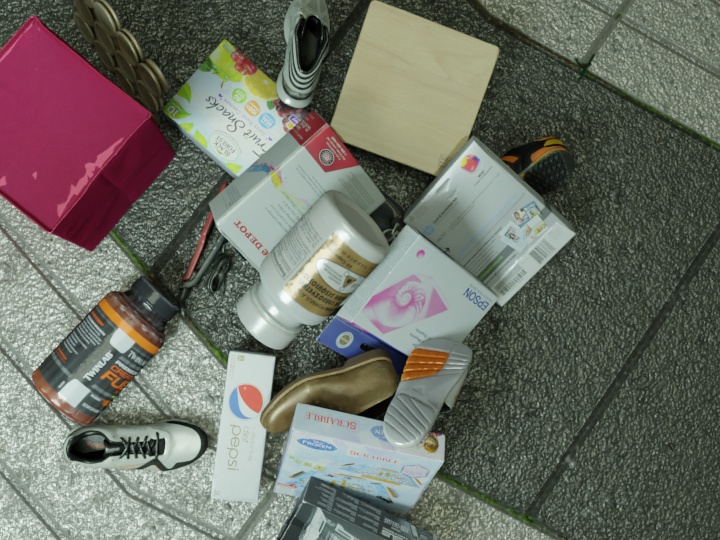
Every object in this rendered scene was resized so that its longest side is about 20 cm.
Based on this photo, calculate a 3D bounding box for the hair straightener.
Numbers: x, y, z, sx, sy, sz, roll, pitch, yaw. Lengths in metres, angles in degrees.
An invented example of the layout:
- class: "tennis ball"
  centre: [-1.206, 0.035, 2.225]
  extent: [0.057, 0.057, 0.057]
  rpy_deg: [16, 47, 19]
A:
- class: "hair straightener"
  centre: [-0.204, -0.022, 1.091]
  extent: [0.076, 0.041, 0.202]
  rpy_deg: [24, 83, -4]

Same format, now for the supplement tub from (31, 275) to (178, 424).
- class: "supplement tub"
  centre: [-0.342, 0.104, 1.033]
  extent: [0.107, 0.107, 0.200]
  rpy_deg: [42, 83, -1]

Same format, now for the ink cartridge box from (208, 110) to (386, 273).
- class: "ink cartridge box"
  centre: [-0.089, -0.096, 1.045]
  extent: [0.199, 0.083, 0.146]
  rpy_deg: [-40, 122, 2]

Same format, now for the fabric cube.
- class: "fabric cube"
  centre: [-0.393, -0.170, 1.003]
  extent: [0.196, 0.199, 0.201]
  rpy_deg: [40, 82, -1]

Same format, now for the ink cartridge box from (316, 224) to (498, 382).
- class: "ink cartridge box"
  centre: [0.069, 0.065, 1.038]
  extent: [0.196, 0.043, 0.201]
  rpy_deg: [33, 98, -40]

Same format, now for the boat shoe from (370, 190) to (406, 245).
- class: "boat shoe"
  centre: [0.061, -0.048, 1.111]
  extent: [0.072, 0.063, 0.201]
  rpy_deg: [-39, 90, -8]

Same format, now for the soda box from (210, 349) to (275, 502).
- class: "soda box"
  centre: [-0.164, 0.216, 1.065]
  extent: [0.067, 0.064, 0.203]
  rpy_deg: [7, 85, -7]

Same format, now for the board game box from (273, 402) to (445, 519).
- class: "board game box"
  centre: [-0.007, 0.262, 1.017]
  extent: [0.197, 0.201, 0.042]
  rpy_deg: [14, 50, -6]

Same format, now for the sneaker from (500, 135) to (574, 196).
- class: "sneaker"
  centre: [0.221, -0.137, 1.140]
  extent: [0.198, 0.091, 0.070]
  rpy_deg: [-26, 122, 14]

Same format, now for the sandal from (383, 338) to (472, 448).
- class: "sandal"
  centre: [0.083, 0.167, 0.987]
  extent: [0.078, 0.060, 0.207]
  rpy_deg: [15, 39, 22]

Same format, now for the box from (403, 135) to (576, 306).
- class: "box"
  centre: [0.184, -0.068, 1.093]
  extent: [0.199, 0.041, 0.156]
  rpy_deg: [39, 111, -10]

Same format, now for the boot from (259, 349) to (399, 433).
- class: "boot"
  centre: [-0.041, 0.179, 1.011]
  extent: [0.198, 0.074, 0.076]
  rpy_deg: [-25, 51, 1]

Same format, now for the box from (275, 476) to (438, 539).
- class: "box"
  centre: [-0.014, 0.390, 1.035]
  extent: [0.198, 0.050, 0.159]
  rpy_deg: [27, 119, -3]

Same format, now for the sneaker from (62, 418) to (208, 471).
- class: "sneaker"
  centre: [-0.311, 0.246, 1.039]
  extent: [0.197, 0.080, 0.075]
  rpy_deg: [-2, 84, -8]

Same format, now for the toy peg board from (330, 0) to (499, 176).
- class: "toy peg board"
  centre: [0.075, -0.264, 1.128]
  extent: [0.197, 0.098, 0.202]
  rpy_deg: [19, 99, -4]

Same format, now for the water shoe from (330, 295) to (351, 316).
- class: "water shoe"
  centre: [0.000, 0.000, 1.071]
  extent: [0.198, 0.071, 0.080]
  rpy_deg: [-24, 78, 14]

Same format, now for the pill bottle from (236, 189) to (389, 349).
- class: "pill bottle"
  centre: [-0.066, 0.004, 0.981]
  extent: [0.114, 0.114, 0.200]
  rpy_deg: [44, 107, -1]

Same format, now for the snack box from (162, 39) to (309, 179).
- class: "snack box"
  centre: [-0.167, -0.214, 1.105]
  extent: [0.199, 0.053, 0.143]
  rpy_deg: [40, 84, -2]

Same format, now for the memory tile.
- class: "memory tile"
  centre: [-0.335, -0.304, 1.046]
  extent: [0.017, 0.153, 0.201]
  rpy_deg: [-36, 90, -23]

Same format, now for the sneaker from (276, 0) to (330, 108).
- class: "sneaker"
  centre: [-0.066, -0.342, 1.075]
  extent: [0.075, 0.115, 0.203]
  rpy_deg: [14, 65, -17]
